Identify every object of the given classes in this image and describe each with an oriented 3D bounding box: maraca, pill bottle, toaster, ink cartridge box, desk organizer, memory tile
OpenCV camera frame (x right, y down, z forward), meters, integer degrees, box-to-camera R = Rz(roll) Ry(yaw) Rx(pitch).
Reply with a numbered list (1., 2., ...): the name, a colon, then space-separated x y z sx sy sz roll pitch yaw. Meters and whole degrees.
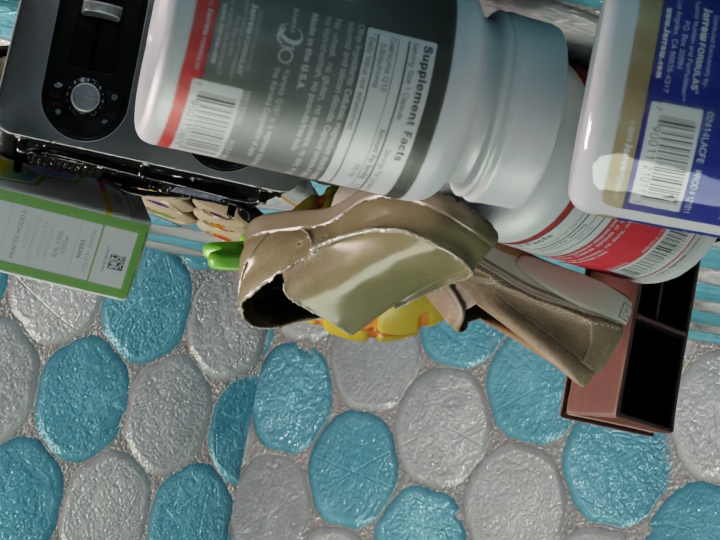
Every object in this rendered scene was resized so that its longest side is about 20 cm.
1. maraca: -0.011 -0.009 1.328 0.199 0.108 0.137 6 -172 30
2. pill bottle: 0.117 -0.064 1.149 0.199 0.113 0.112 15 174 -41
3. pill bottle: -0.005 -0.099 0.981 0.199 0.115 0.114 12 176 -12
4. toaster: -0.124 -0.106 1.183 0.180 0.120 0.200 13 176 -10
5. ink cartridge box: -0.241 -0.045 1.253 0.199 0.060 0.104 13 -163 -19
6. pill bottle: 0.199 -0.065 0.878 0.199 0.117 0.116 11 176 4
7. desk organizer: 0.193 0.004 1.276 0.071 0.201 0.077 13 174 -19
8. memory tile: -0.144 -0.058 1.412 0.152 0.017 0.200 21 171 2

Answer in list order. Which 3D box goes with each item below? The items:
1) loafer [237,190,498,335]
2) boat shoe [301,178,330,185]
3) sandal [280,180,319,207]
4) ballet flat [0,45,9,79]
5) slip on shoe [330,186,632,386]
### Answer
1. loafer: 0.000 0.000 1.125 0.076 0.068 0.199 30 156 -31
2. boat shoe: -0.039 -0.096 1.407 0.068 0.075 0.200 6 174 17
3. sandal: -0.112 -0.083 1.429 0.206 0.059 0.079 36 -167 -33
4. ballet flat: -0.173 -0.127 1.295 0.199 0.068 0.075 -6 160 -25
5. slip on shoe: 0.066 0.007 1.209 0.199 0.061 0.076 24 176 9
